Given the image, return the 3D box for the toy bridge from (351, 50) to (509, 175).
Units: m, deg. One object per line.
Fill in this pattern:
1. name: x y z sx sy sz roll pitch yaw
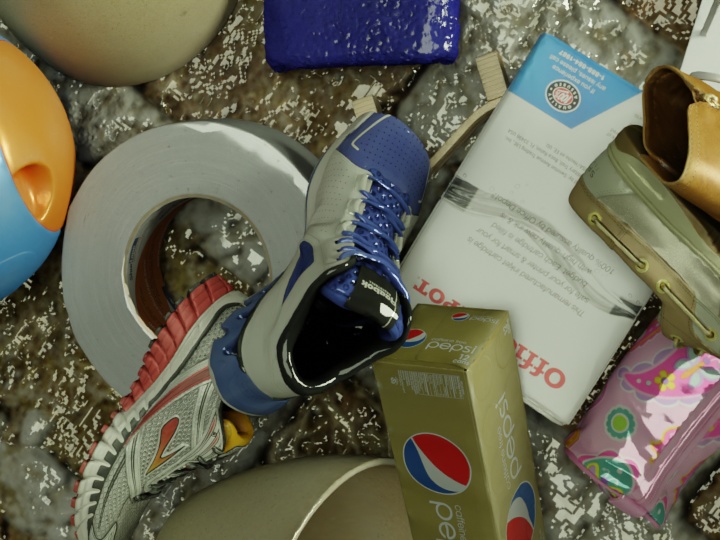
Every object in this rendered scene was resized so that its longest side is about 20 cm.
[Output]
1. toy bridge: 0.012 -0.086 0.856 0.197 0.027 0.068 -18 85 12

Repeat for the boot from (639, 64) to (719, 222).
1. boot: 0.222 -0.021 0.662 0.071 0.142 0.203 -51 34 34

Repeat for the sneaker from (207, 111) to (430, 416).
1. sneaker: 0.000 0.001 0.729 0.080 0.115 0.201 39 69 -24

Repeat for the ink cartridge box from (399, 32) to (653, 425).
1. ink cartridge box: 0.126 -0.025 0.801 0.144 0.084 0.201 33 94 9

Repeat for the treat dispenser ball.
1. treat dispenser ball: -0.289 -0.068 0.820 0.198 0.201 0.204 0 88 11

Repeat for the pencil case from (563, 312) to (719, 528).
1. pencil case: 0.216 0.063 0.780 0.087 0.087 0.201 40 97 10

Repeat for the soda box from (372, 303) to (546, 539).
1. soda box: 0.066 0.123 0.765 0.063 0.068 0.202 4 121 29

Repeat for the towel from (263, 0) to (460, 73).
1. towel: 0.005 -0.238 0.855 0.146 0.049 0.203 2 89 22

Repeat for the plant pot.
1. plant pot: -0.189 -0.238 0.849 0.197 0.134 0.204 0 88 12

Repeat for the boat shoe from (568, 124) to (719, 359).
1. boat shoe: 0.200 0.010 0.719 0.066 0.074 0.201 -42 82 32

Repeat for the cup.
1. cup: -0.053 0.205 0.793 0.142 0.199 0.204 9 90 36

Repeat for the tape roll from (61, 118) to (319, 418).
1. tape roll: -0.101 -0.001 0.841 0.197 0.066 0.204 2 97 12

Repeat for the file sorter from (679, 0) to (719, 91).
1. file sorter: 0.287 -0.184 0.755 0.137 0.124 0.203 18 91 11

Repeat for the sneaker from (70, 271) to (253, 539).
1. sneaker: -0.117 0.105 0.786 0.082 0.078 0.201 33 104 5
